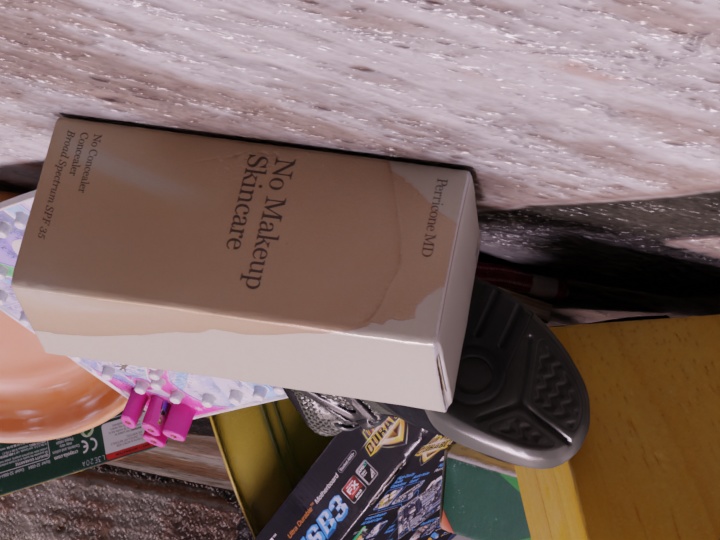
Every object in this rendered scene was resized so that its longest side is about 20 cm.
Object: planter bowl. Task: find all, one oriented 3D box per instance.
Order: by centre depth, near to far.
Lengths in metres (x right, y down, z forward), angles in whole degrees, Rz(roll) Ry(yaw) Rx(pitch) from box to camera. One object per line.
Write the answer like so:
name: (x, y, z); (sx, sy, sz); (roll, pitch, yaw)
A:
planter bowl: (-0.040, 0.083, 1.511); (0.083, 0.202, 0.200); (-17, 168, 4)

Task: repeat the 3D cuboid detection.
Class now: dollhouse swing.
dollhouse swing: (0.165, 0.104, 1.266); (0.199, 0.183, 0.176); (-3, 155, -19)

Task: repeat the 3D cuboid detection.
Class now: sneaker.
sneaker: (0.026, 0.048, 1.193); (0.199, 0.076, 0.114); (24, 157, 19)

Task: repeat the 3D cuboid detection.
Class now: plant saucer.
plant saucer: (-0.212, 0.022, 1.399); (0.199, 0.038, 0.201); (1, 136, 1)

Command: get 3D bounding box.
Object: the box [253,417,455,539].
box: (0.023, 0.129, 1.443); (0.050, 0.199, 0.200); (44, -156, 18)

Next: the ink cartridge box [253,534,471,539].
ink cartridge box: (0.002, 0.143, 1.629); (0.145, 0.201, 0.087); (2, -169, 37)

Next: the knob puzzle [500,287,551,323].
knob puzzle: (-0.026, 0.020, 1.341); (0.218, 0.031, 0.220); (6, 169, 1)

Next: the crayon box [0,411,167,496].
crayon box: (-0.257, 0.106, 1.588); (0.199, 0.059, 0.172); (-15, -169, -38)

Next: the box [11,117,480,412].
box: (-0.049, -0.003, 1.120); (0.199, 0.095, 0.078); (6, 155, 10)

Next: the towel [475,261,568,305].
towel: (0.000, 0.000, 1.361); (0.199, 0.023, 0.144); (10, 169, -16)

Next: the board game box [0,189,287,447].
board game box: (-0.118, 0.026, 1.306); (0.200, 0.026, 0.199); (38, 146, -30)

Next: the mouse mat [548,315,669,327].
mouse mat: (0.058, 0.042, 1.395); (0.199, 0.008, 0.160); (-8, 179, 39)

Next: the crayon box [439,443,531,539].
crayon box: (0.159, 0.124, 1.327); (0.199, 0.051, 0.127); (15, -156, 26)
